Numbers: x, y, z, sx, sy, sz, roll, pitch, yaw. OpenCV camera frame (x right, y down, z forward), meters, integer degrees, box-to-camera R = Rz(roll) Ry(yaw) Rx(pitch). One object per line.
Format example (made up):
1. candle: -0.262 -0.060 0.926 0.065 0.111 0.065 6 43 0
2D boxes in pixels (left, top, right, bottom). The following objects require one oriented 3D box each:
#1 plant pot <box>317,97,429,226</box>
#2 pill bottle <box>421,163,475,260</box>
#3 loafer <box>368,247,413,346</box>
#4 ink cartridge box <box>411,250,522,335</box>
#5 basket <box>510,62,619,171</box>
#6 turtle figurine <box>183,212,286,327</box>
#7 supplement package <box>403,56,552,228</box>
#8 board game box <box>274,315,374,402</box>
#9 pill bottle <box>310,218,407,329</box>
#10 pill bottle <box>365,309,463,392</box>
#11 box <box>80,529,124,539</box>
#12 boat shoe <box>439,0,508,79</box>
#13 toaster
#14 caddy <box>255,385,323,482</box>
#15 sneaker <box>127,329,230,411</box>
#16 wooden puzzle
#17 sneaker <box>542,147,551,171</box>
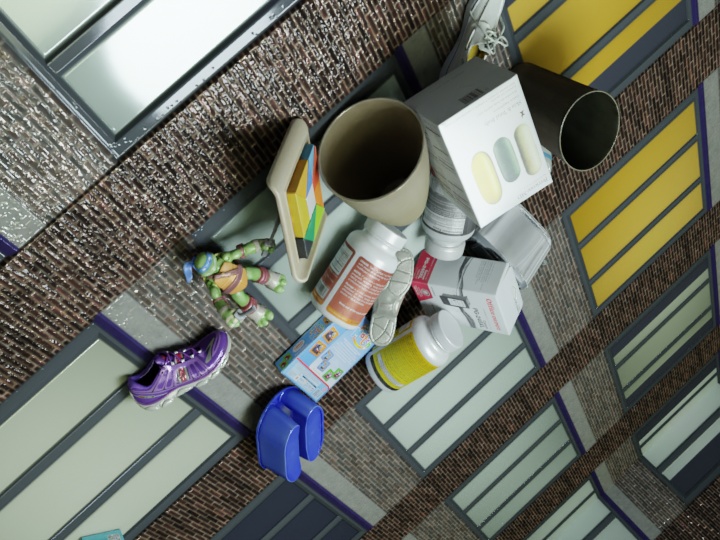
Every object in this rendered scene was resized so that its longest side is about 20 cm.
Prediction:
1. plant pot: 0.048 -0.161 1.267 0.187 0.187 0.200 -44 151 0
2. pill bottle: 0.177 -0.126 1.426 0.109 0.111 0.204 -14 130 -28
3. loafer: 0.058 0.051 1.501 0.070 0.063 0.205 15 94 -3
4. ink cartridge box: 0.219 0.045 1.516 0.084 0.196 0.146 -61 143 -26
5. basket: 0.357 -0.299 1.368 0.137 0.200 0.179 -51 138 7
6. turtle figurine: -0.176 0.026 1.224 0.196 0.147 0.194 -15 157 17
7. supplement package: 0.196 -0.215 1.221 0.150 0.151 0.202 -31 122 -3
8. board game box: -0.062 0.163 1.515 0.200 0.037 0.152 -43 137 -2
9. pill bottle: 0.000 0.000 1.382 0.111 0.112 0.202 22 107 -45
10. pill bottle: 0.115 0.167 1.548 0.198 0.114 0.111 -34 144 30
11. box: -0.535 0.620 1.484 0.081 0.049 0.203 0 121 -38
12. boat shoe: 0.209 -0.394 1.264 0.074 0.086 0.205 10 116 -42
13. toaster: 0.302 -0.063 1.537 0.129 0.200 0.114 -47 -176 -14
14. caddy: -0.153 0.337 1.531 0.141 0.103 0.203 -40 143 -42
15. sneaker: -0.317 0.167 1.291 0.198 0.081 0.084 -35 131 -10
16. wooden puzzle: -0.093 -0.114 1.192 0.036 0.187 0.203 0 133 14
17. sneaker: 0.309 -0.227 1.458 0.196 0.076 0.083 -7 82 -33
